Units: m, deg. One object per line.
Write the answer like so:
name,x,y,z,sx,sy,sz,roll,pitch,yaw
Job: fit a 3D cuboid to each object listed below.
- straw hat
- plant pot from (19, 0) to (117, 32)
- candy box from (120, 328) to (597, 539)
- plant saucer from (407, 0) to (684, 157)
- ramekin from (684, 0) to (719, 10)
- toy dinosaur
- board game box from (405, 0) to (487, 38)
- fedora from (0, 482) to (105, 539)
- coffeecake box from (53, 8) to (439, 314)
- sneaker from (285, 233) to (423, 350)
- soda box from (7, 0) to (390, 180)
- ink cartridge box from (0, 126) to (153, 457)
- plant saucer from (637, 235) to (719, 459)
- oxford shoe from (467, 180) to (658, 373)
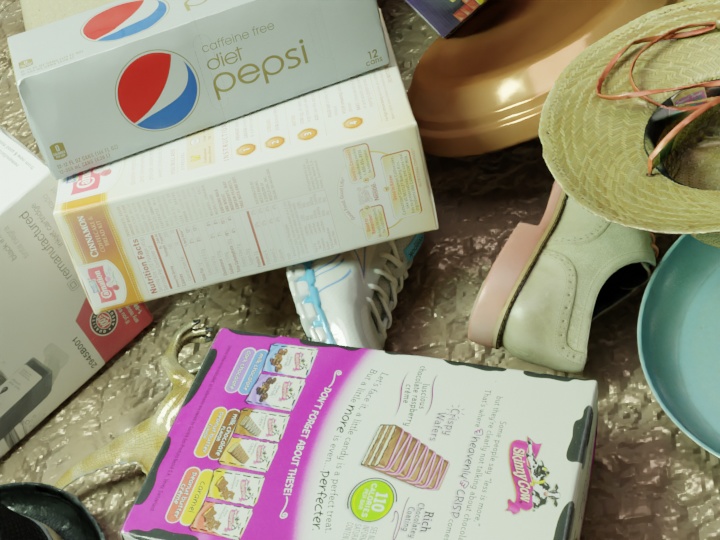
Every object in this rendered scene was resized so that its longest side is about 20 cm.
straw hat,0.193,-0.056,0.674,0.199,0.085,0.202,-15,38,12
plant pot,-0.124,-0.175,0.914,0.198,0.200,0.178,-10,54,17
candy box,0.006,0.106,0.628,0.198,0.061,0.137,7,44,16
plant saucer,0.111,-0.143,0.826,0.199,0.038,0.201,-26,25,13
ramekin,0.216,-0.224,0.782,0.098,0.200,0.201,-46,36,26
toy dinosaur,-0.100,0.086,0.740,0.198,0.058,0.102,-8,47,19
board game box,0.032,-0.279,0.879,0.057,0.200,0.166,-33,17,49
fedora,-0.232,0.180,0.681,0.199,0.092,0.202,-13,48,15
coffeecake box,-0.068,-0.068,0.766,0.198,0.073,0.154,-14,35,2
sneaker,0.000,0.000,0.766,0.086,0.075,0.201,-19,43,0
soda box,-0.090,-0.122,0.729,0.199,0.064,0.068,-21,34,-7
ink cartridge box,-0.246,0.035,0.795,0.200,0.146,0.085,-42,46,-15
plant saucer,0.239,0.028,0.652,0.199,0.028,0.201,-14,45,14
oxford shoe,0.135,-0.022,0.734,0.073,0.071,0.201,26,63,17
